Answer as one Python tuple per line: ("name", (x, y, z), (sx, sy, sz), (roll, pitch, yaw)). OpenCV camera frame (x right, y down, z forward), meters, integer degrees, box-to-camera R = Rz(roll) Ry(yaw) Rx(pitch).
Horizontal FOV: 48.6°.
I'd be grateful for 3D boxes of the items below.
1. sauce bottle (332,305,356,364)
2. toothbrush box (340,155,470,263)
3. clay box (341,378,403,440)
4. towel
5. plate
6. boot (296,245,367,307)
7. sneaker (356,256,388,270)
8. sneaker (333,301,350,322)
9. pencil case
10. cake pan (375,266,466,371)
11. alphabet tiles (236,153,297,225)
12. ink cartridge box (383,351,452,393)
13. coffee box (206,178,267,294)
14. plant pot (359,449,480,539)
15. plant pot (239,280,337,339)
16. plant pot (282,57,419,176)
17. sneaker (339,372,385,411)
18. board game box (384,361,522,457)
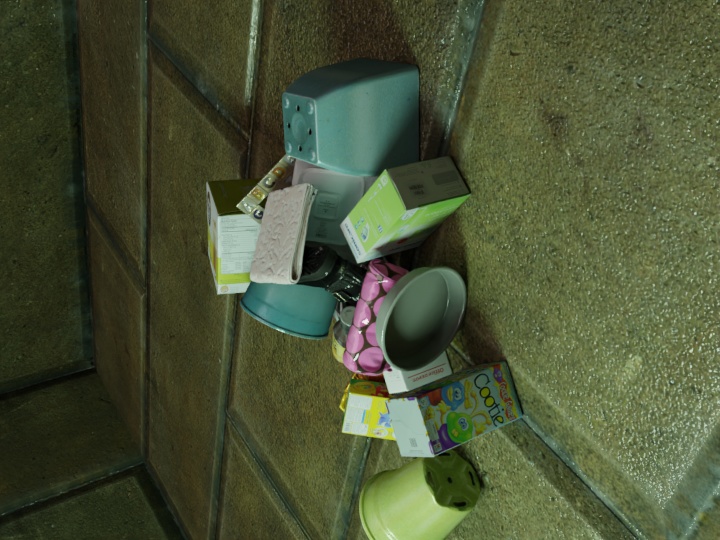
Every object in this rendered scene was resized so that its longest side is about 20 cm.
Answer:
("sauce bottle", (-0.022, 0.124, 1.550), (0.066, 0.066, 0.200), (59, 164, 23))
("toothbrush box", (0.075, -0.106, 1.412), (0.200, 0.145, 0.086), (-44, 66, 54))
("clay box", (0.069, 0.285, 1.597), (0.048, 0.200, 0.115), (-86, 5, -54))
("towel", (-0.149, -0.067, 1.537), (0.200, 0.032, 0.191), (0, 76, 62))
("plate", (-0.062, -0.123, 1.565), (0.199, 0.032, 0.200), (10, 86, 21))
("boot", (-0.050, 0.019, 1.521), (0.211, 0.158, 0.080), (6, 70, 62))
("sneaker", (0.000, 0.000, 1.602), (0.076, 0.115, 0.200), (-42, 67, 55))
("sneaker", (-0.008, 0.121, 1.704), (0.086, 0.080, 0.200), (-42, 69, 54))
("pencil case", (0.035, 0.085, 1.419), (0.094, 0.091, 0.200), (16, 109, 6))
("cake pan", (0.104, 0.080, 1.394), (0.037, 0.200, 0.200), (32, 129, 43))
("alphabet tiles", (-0.132, -0.156, 1.671), (0.200, 0.167, 0.008), (-43, 31, 15))
("ink cartridge box", (0.097, 0.160, 1.520), (0.067, 0.116, 0.200), (-22, 84, 57))
("coffee box", (-0.239, -0.085, 1.810), (0.200, 0.200, 0.198), (-121, 31, -57))
("plant pot", (0.129, 0.444, 1.551), (0.184, 0.200, 0.201), (-50, 61, 40))
("plant pot", (-0.128, 0.016, 1.675), (0.200, 0.200, 0.188), (33, 106, 46))
("plant pot", (-0.031, -0.273, 1.453), (0.196, 0.200, 0.197), (27, 125, 51))
("sneaker", (0.009, 0.230, 1.626), (0.073, 0.077, 0.200), (36, 136, 21))
("board game box", (0.161, 0.237, 1.374), (0.105, 0.200, 0.103), (-21, 85, 59))
